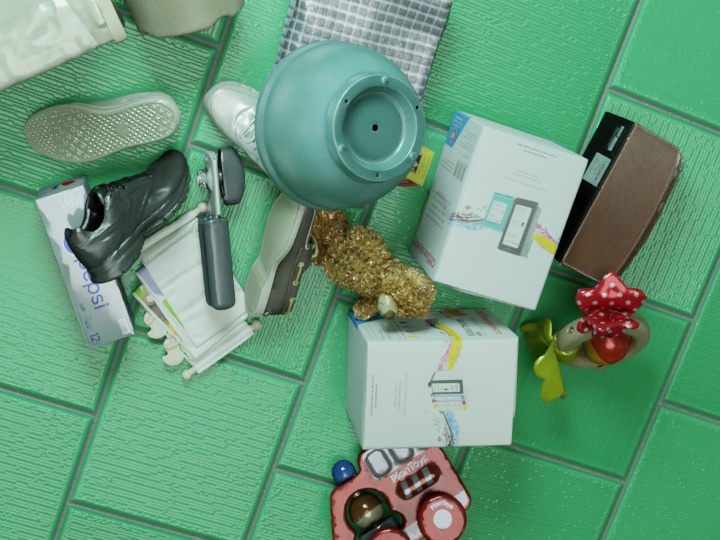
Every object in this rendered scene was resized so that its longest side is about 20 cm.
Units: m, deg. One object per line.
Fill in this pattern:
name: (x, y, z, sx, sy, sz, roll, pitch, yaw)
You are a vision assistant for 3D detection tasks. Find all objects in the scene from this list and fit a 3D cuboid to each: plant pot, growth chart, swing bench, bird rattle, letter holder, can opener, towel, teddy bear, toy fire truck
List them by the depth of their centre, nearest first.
swing bench: (-0.378, -0.288, 1.481, 0.197, 0.200, 0.131, -24, 107, -4)
plant pot: (-0.219, -0.376, 1.507, 0.198, 0.201, 0.185, -17, 118, -6)
plant pot: (-0.006, -0.165, 1.508, 0.198, 0.134, 0.203, -3, 97, -27)
towel: (0.007, -0.291, 1.611, 0.198, 0.086, 0.167, 13, 102, -13)
teddy bear: (0.000, 0.000, 1.639, 0.200, 0.145, 0.067, 46, 49, 9)
can opener: (-0.173, -0.053, 1.642, 0.066, 0.053, 0.203, -3, 98, -20)
growth chart: (-0.219, 0.032, 1.687, 0.144, 0.018, 0.202, -27, 107, -2)
letter holder: (0.348, -0.081, 1.720, 0.141, 0.101, 0.201, 26, 98, -17)
bird rattle: (0.311, 0.081, 1.735, 0.162, 0.114, 0.200, 13, 135, -39)
toy fire truck: (0.045, 0.311, 1.772, 0.199, 0.112, 0.169, -31, 83, -2)

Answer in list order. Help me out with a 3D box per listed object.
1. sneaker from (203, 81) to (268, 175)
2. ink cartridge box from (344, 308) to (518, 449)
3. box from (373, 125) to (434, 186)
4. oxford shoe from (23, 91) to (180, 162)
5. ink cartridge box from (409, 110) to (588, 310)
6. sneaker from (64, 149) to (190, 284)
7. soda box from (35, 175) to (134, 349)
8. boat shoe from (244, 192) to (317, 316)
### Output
sneaker: (-0.111, -0.157, 1.627, 0.200, 0.081, 0.075, 43, 96, -16)
ink cartridge box: (0.089, 0.137, 1.702, 0.197, 0.147, 0.146, 0, 104, -10)
box: (-0.010, -0.166, 1.623, 0.199, 0.075, 0.051, 25, 81, -28)
oxford shoe: (-0.311, -0.178, 1.600, 0.198, 0.058, 0.076, -9, 113, 7)
ink cartridge box: (0.170, -0.078, 1.663, 0.144, 0.147, 0.202, 15, 102, -14)
sneaker: (-0.278, -0.081, 1.578, 0.091, 0.075, 0.201, 51, 54, -29)
soda box: (-0.339, -0.011, 1.627, 0.063, 0.068, 0.202, -18, 106, -5)
boat shoe: (-0.089, -0.022, 1.639, 0.059, 0.072, 0.201, 4, 128, -26)
